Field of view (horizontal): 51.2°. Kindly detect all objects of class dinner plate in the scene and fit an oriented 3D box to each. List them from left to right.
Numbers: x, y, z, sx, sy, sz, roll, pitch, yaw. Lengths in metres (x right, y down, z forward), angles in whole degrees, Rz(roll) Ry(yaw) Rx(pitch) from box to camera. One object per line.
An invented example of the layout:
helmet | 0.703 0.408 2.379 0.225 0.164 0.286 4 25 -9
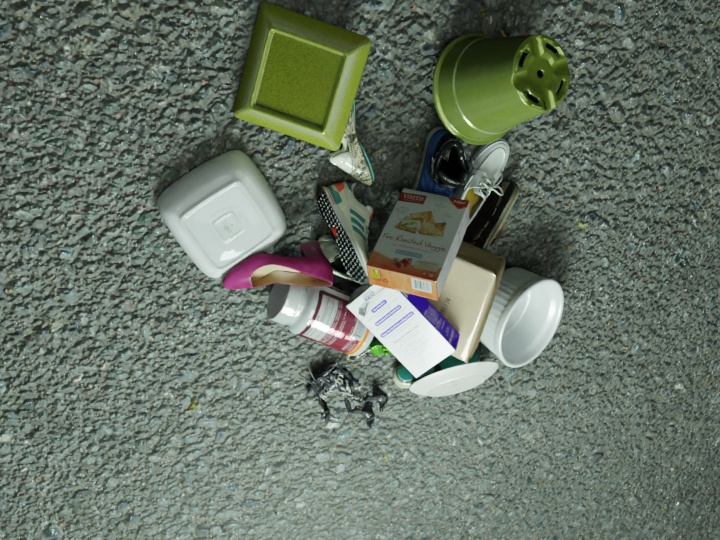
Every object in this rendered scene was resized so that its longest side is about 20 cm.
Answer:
dinner plate | 0.203 0.239 1.611 0.197 0.025 0.201 -12 156 -5

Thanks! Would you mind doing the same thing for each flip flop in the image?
flip flop | 0.262 -0.089 1.523 0.057 0.081 0.201 26 100 -41

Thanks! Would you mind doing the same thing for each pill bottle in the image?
pill bottle | -0.075 0.084 1.468 0.198 0.114 0.115 24 106 -26

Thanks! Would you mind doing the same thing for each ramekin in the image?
ramekin | 0.327 0.092 1.577 0.199 0.097 0.203 -22 127 -32

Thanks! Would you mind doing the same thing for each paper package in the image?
paper package | 0.167 0.045 1.484 0.189 0.103 0.202 23 115 14

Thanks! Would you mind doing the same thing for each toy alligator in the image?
toy alligator | 0.064 0.152 1.578 0.198 0.054 0.060 -29 119 -3

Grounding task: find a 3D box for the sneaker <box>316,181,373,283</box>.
sneaker | -0.004 -0.078 1.394 0.092 0.070 0.202 -21 77 -25

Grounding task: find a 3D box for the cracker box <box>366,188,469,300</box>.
cracker box | 0.108 -0.052 1.362 0.132 0.201 0.058 12 143 19

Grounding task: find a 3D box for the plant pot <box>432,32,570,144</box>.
plant pot | 0.256 -0.326 1.301 0.197 0.189 0.203 -3 96 -26

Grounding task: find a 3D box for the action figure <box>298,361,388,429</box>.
action figure | -0.036 0.263 1.574 0.198 0.103 0.119 26 116 -28

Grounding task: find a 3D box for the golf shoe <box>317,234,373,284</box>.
golf shoe | 0.000 0.000 1.463 0.198 0.097 0.079 15 108 -24

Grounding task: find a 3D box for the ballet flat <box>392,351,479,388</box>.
ballet flat | 0.164 0.218 1.643 0.197 0.070 0.070 -10 117 -10

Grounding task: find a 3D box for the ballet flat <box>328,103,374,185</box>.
ballet flat | -0.034 -0.240 1.353 0.075 0.068 0.202 -24 115 -20

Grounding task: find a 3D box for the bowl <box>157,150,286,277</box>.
bowl | -0.244 -0.093 1.355 0.198 0.075 0.201 -32 118 -2

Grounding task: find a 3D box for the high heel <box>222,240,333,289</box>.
high heel | -0.150 0.014 1.364 0.198 0.097 0.068 -22 145 -3

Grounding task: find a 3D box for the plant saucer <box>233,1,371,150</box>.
plant saucer | -0.103 -0.323 1.269 0.197 0.048 0.202 18 109 -4

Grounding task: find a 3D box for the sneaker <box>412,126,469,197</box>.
sneaker | 0.152 -0.161 1.423 0.076 0.111 0.203 4 113 -14

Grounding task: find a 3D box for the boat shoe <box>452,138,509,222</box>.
boat shoe | 0.234 -0.162 1.465 0.074 0.086 0.203 29 103 -27

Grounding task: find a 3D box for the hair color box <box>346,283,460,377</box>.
hair color box | 0.082 0.095 1.425 0.200 0.065 0.109 45 121 -11
